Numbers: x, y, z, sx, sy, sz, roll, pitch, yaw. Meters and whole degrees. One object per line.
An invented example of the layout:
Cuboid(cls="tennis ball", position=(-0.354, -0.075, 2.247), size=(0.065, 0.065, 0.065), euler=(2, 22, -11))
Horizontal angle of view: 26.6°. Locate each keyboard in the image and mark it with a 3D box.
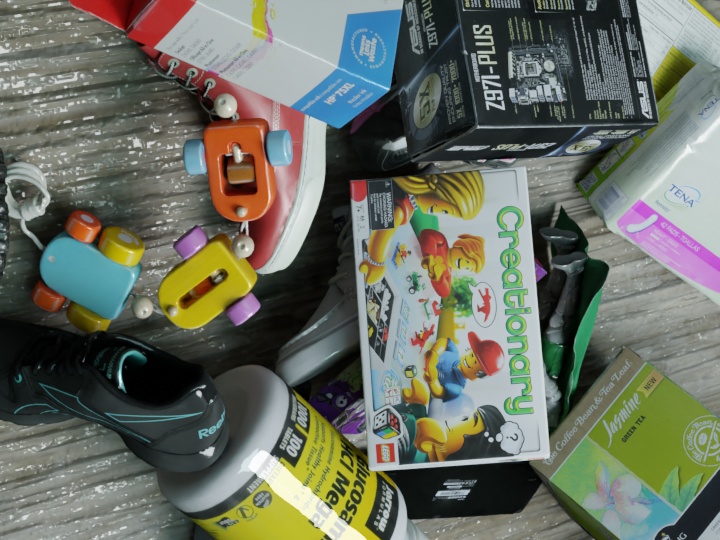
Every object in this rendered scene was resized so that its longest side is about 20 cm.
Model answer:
Cuboid(cls="keyboard", position=(0.078, 0.167, 1.294), size=(0.198, 0.040, 0.105), euler=(4, 131, -36))

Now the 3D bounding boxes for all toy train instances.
Cuboid(cls="toy train", position=(-0.131, -0.036, 1.006), size=(0.197, 0.056, 0.152), euler=(-8, 106, 11))

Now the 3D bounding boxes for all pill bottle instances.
Cuboid(cls="pill bottle", position=(-0.039, 0.167, 1.072), size=(0.113, 0.112, 0.200), euler=(-49, 119, -5))

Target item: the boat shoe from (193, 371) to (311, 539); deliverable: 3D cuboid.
Cuboid(cls="boat shoe", position=(-0.080, 0.173, 1.157), size=(0.067, 0.073, 0.202), euler=(8, 95, -25))

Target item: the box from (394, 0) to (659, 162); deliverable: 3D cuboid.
Cuboid(cls="box", position=(0.105, -0.184, 1.056), size=(0.162, 0.086, 0.203), euler=(-5, 82, -32))

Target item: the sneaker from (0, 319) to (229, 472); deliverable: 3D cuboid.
Cuboid(cls="sneaker", position=(-0.177, 0.063, 0.983), size=(0.080, 0.197, 0.076), euler=(96, 12, -53))

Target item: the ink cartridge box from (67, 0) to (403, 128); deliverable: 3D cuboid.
Cuboid(cls="ink cartridge box", position=(-0.072, -0.185, 0.952), size=(0.198, 0.067, 0.118), euler=(21, 63, -26))

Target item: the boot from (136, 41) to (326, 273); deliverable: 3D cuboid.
Cuboid(cls="boot", position=(-0.093, -0.100, 1.029), size=(0.143, 0.072, 0.203), euler=(3, 101, -34))

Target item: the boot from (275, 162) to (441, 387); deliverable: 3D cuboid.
Cuboid(cls="boot", position=(0.000, 0.000, 1.128), size=(0.199, 0.074, 0.096), euler=(-33, 84, -24))

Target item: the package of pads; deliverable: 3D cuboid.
Cuboid(cls="package of pads", position=(0.301, -0.070, 1.282), size=(0.199, 0.069, 0.155), euler=(28, 114, -39))

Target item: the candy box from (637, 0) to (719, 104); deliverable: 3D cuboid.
Cuboid(cls="candy box", position=(0.267, -0.165, 1.268), size=(0.199, 0.026, 0.103), euler=(29, 94, -39))

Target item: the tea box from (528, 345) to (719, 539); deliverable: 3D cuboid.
Cuboid(cls="tea box", position=(0.269, 0.197, 1.287), size=(0.134, 0.196, 0.200), euler=(-50, 153, -5))

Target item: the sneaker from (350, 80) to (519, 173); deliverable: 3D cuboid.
Cuboid(cls="sneaker", position=(0.088, -0.109, 1.139), size=(0.198, 0.080, 0.087), euler=(-25, 123, -22))

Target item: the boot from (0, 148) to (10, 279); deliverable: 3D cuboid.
Cuboid(cls="boot", position=(-0.287, -0.075, 0.898), size=(0.156, 0.080, 0.213), euler=(-6, 125, -24))

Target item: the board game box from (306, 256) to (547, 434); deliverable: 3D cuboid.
Cuboid(cls="board game box", position=(0.051, 0.051, 1.147), size=(0.200, 0.032, 0.120), euler=(-41, 170, 8))

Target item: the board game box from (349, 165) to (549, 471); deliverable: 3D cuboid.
Cuboid(cls="board game box", position=(0.061, 0.033, 1.057), size=(0.124, 0.035, 0.203), euler=(-5, 81, 4))

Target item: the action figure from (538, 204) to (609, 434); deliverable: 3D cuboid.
Cuboid(cls="action figure", position=(0.159, 0.063, 1.264), size=(0.054, 0.119, 0.202), euler=(0, 123, -6))
